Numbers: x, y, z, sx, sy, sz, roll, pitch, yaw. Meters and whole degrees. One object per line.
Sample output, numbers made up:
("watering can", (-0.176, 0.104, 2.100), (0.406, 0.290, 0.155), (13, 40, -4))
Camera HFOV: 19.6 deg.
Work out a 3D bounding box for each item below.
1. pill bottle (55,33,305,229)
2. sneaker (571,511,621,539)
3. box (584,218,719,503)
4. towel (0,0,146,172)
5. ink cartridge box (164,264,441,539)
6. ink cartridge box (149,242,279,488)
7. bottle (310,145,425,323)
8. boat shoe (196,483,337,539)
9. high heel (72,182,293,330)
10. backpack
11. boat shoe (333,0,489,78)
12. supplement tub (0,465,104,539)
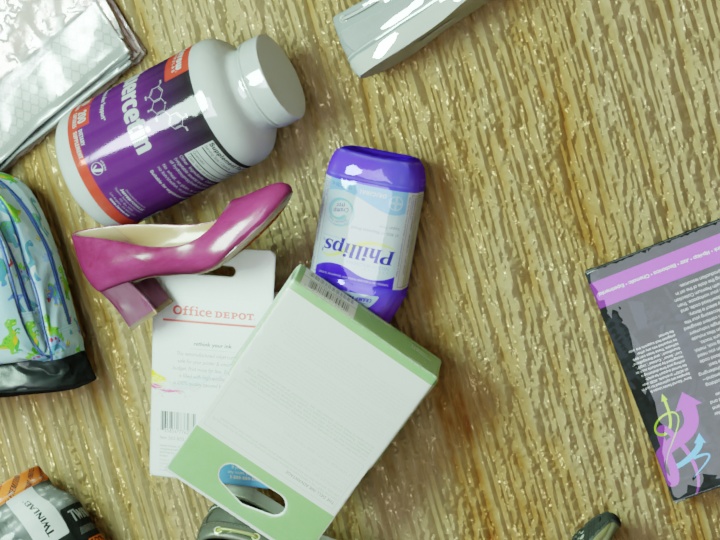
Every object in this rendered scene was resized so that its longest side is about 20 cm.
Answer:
("pill bottle", (-0.150, -0.121, 1.745), (0.199, 0.112, 0.113), (-26, 87, 20))
("sneaker", (0.189, 0.292, 1.704), (0.088, 0.077, 0.201), (18, 107, 3))
("box", (0.280, 0.068, 1.657), (0.142, 0.036, 0.201), (-21, 87, 21))
("towel", (-0.314, -0.209, 1.837), (0.200, 0.032, 0.192), (-37, 83, 18))
("ink cartridge box", (-0.047, 0.117, 1.706), (0.145, 0.048, 0.201), (34, 109, -5))
("ink cartridge box", (-0.115, 0.077, 1.779), (0.114, 0.068, 0.202), (4, 97, 18))
("bottle", (0.000, 0.000, 1.731), (0.083, 0.065, 0.202), (12, 100, 12))
("boat shoe", (-0.044, 0.256, 1.758), (0.201, 0.060, 0.072), (29, 137, 4))
("high heel", (-0.149, -0.037, 1.706), (0.199, 0.067, 0.096), (-36, 92, 21))
("backpack", (-0.333, 0.010, 1.818), (0.162, 0.154, 0.202), (-6, 85, 23))
("boat shoe", (0.063, -0.234, 1.687), (0.199, 0.072, 0.069), (-34, 84, 28))
("supplement tub", (-0.269, 0.281, 1.827), (0.122, 0.122, 0.201), (-36, 85, 19))
